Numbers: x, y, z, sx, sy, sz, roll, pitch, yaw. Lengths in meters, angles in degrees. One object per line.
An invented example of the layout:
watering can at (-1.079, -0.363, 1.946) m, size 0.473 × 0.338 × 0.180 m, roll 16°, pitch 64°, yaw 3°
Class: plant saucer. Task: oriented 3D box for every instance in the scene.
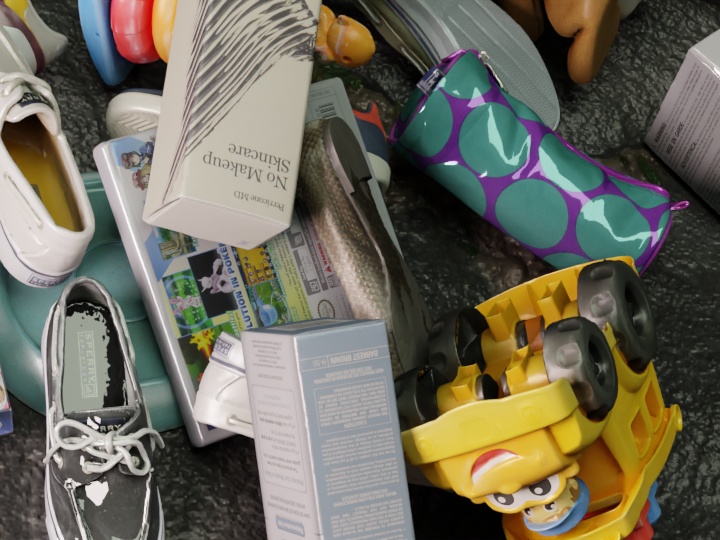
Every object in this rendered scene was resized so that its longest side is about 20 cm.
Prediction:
plant saucer at (-0.157, 0.013, 1.433) m, size 0.199 × 0.027 × 0.201 m, roll 7°, pitch 56°, yaw -10°

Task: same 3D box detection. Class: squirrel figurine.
squirrel figurine at (0.121, -0.261, 1.593) m, size 0.186 × 0.201 × 0.142 m, roll 28°, pitch 63°, yaw 21°

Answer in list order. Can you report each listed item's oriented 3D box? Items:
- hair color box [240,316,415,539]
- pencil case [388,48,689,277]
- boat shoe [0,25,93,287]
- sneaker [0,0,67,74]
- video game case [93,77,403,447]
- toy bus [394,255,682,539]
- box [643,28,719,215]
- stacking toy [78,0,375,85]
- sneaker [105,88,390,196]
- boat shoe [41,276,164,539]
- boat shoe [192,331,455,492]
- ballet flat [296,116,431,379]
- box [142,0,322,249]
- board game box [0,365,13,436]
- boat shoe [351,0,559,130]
hair color box at (-0.016, 0.131, 1.291) m, size 0.060 × 0.099 × 0.202 m, roll -8°, pitch 93°, yaw -21°
pencil case at (0.119, -0.068, 1.511) m, size 0.199 × 0.085 × 0.093 m, roll 37°, pitch 96°, yaw -1°
boat shoe at (-0.217, -0.092, 1.400) m, size 0.071 × 0.070 × 0.201 m, roll -4°, pitch 64°, yaw -38°
sneaker at (-0.277, -0.212, 1.526) m, size 0.090 × 0.075 × 0.201 m, roll -22°, pitch 74°, yaw -26°
video game case at (-0.059, -0.009, 1.425) m, size 0.181 × 0.022 × 0.201 m, roll -18°, pitch 88°, yaw -28°
toy bus at (0.122, 0.112, 1.349) m, size 0.193 × 0.135 × 0.200 m, roll 66°, pitch 26°, yaw -13°
box at (0.320, -0.136, 1.608) m, size 0.199 × 0.113 × 0.101 m, roll -33°, pitch 69°, yaw -31°
stacking toy at (-0.080, -0.176, 1.496) m, size 0.199 × 0.116 × 0.110 m, roll 16°, pitch 52°, yaw 18°
sneaker at (-0.075, -0.101, 1.506) m, size 0.199 × 0.075 × 0.085 m, roll 14°, pitch 55°, yaw -18°
boat shoe at (-0.154, 0.102, 1.331) m, size 0.073 × 0.068 × 0.201 m, roll -1°, pitch 71°, yaw -11°
boat shoe at (-0.014, 0.108, 1.380) m, size 0.199 × 0.071 × 0.070 m, roll 25°, pitch 90°, yaw -23°
ballet flat at (0.000, 0.000, 1.418) m, size 0.201 × 0.046 × 0.067 m, roll 69°, pitch 22°, yaw -4°
box at (-0.077, -0.122, 1.390) m, size 0.082 × 0.068 × 0.202 m, roll 13°, pitch 72°, yaw -24°
board game box at (-0.301, 0.022, 1.373) m, size 0.134 × 0.035 × 0.201 m, roll -11°, pitch 60°, yaw -12°
boat shoe at (0.064, -0.167, 1.588) m, size 0.200 × 0.062 × 0.072 m, roll 50°, pitch 56°, yaw -3°
